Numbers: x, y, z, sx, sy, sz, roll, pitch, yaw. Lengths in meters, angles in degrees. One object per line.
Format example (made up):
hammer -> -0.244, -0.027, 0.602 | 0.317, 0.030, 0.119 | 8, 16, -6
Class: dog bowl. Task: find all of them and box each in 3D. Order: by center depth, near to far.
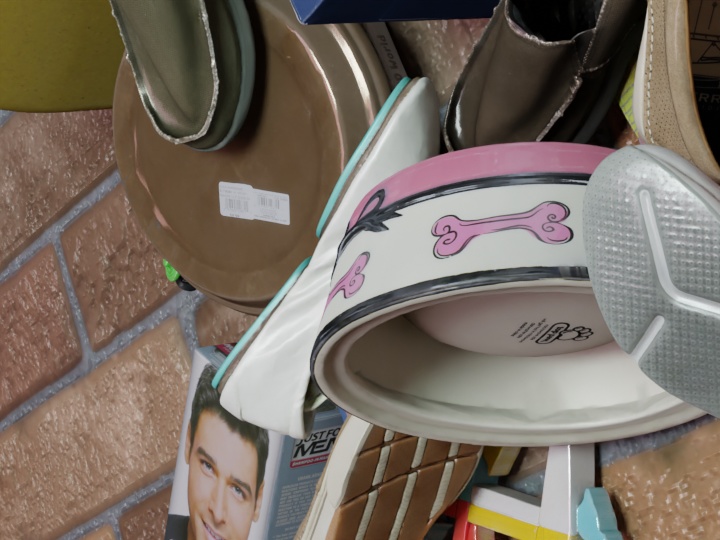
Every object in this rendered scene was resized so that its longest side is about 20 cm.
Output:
dog bowl -> 0.077, 0.012, 0.853 | 0.200, 0.199, 0.074 | -33, 50, 49

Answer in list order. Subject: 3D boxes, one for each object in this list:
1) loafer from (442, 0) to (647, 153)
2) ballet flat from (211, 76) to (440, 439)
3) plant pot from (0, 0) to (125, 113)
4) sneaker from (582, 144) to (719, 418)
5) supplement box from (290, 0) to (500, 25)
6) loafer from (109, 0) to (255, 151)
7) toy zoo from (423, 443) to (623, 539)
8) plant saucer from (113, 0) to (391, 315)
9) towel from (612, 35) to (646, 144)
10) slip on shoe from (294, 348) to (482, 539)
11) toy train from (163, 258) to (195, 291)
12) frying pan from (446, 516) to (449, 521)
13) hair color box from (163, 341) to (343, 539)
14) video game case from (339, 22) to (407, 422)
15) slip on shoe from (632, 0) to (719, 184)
loafer -> 0.085, -0.114, 0.870 | 0.073, 0.071, 0.200 | 58, 135, 27
ballet flat -> 0.000, 0.000, 0.951 | 0.069, 0.069, 0.201 | 46, 112, 37
plant pot -> -0.197, -0.210, 1.117 | 0.196, 0.199, 0.194 | 63, 150, 22
sneaker -> 0.162, 0.027, 0.746 | 0.200, 0.080, 0.070 | 48, 129, -6
supplement box -> 0.032, -0.255, 0.898 | 0.200, 0.134, 0.201 | -46, 61, 45
loafer -> -0.109, -0.152, 0.967 | 0.075, 0.070, 0.201 | 2, 113, 39
toy zoo -> 0.059, 0.120, 1.005 | 0.199, 0.020, 0.132 | 13, 96, 50
plant saucer -> -0.064, -0.070, 1.037 | 0.199, 0.029, 0.201 | 12, 109, 36
towel -> 0.165, -0.136, 0.842 | 0.200, 0.023, 0.144 | -47, 59, 44
slip on shoe -> 0.006, 0.118, 0.993 | 0.061, 0.076, 0.201 | 53, 131, 56
toy train -> -0.070, -0.072, 1.110 | 0.201, 0.041, 0.057 | -62, 31, 34
frying pan -> 0.029, 0.211, 1.074 | 0.115, 0.031, 0.190 | 57, 139, 28
hair color box -> -0.066, 0.153, 1.154 | 0.099, 0.060, 0.201 | 34, 121, 44
video game case -> 0.002, -0.027, 1.049 | 0.143, 0.018, 0.201 | -52, 48, 42
slip on shoe -> 0.149, -0.132, 0.772 | 0.061, 0.076, 0.201 | -113, 27, -65
